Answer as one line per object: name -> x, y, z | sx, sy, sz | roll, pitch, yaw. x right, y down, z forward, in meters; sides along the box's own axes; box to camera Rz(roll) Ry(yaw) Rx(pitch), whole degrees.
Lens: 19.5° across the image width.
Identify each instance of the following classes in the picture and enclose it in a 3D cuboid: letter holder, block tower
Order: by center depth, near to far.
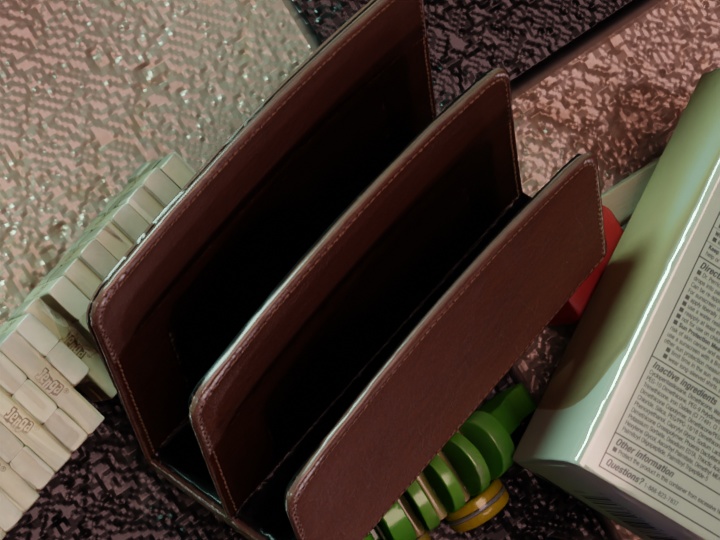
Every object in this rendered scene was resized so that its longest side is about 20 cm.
letter holder -> 0.000, 0.000, 0.848 | 0.100, 0.142, 0.200 | 32, 67, 26
block tower -> -0.123, 0.036, 0.869 | 0.058, 0.054, 0.200 | 45, 72, -11

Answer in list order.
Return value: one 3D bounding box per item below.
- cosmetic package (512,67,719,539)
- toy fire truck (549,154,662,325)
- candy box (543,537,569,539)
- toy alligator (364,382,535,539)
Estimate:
cosmetic package -> 0.160, 0.019, 0.909 | 0.105, 0.071, 0.201 | 32, 77, -14
toy fire truck -> 0.182, -0.018, 0.985 | 0.141, 0.049, 0.200 | 46, 73, -10
candy box -> 0.041, 0.232, 0.898 | 0.199, 0.077, 0.170 | -22, 93, -21
toy alligator -> 0.005, 0.109, 0.907 | 0.199, 0.054, 0.059 | -34, 96, -19
